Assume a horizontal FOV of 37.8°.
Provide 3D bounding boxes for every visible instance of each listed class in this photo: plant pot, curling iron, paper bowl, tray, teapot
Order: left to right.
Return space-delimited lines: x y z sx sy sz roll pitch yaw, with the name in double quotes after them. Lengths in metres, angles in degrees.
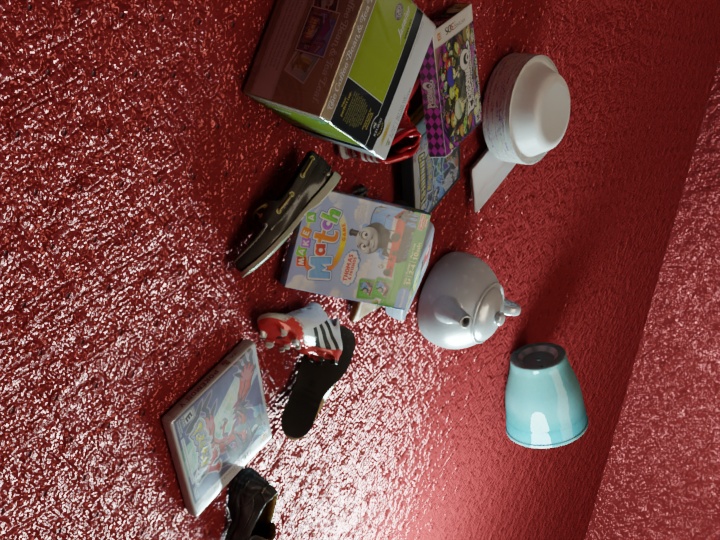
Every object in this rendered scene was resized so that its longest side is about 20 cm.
0.034 -0.098 1.706 0.199 0.025 0.050 16 97 -61 "curling iron"
0.210 0.068 1.991 0.201 0.144 0.199 -53 147 -27 "teapot"
0.260 -0.214 2.023 0.200 0.022 0.108 -49 146 -32 "tray"
0.319 -0.300 1.958 0.199 0.103 0.205 -19 114 -48 "paper bowl"
0.425 0.281 2.462 0.199 0.197 0.191 -35 121 -45 "plant pot"

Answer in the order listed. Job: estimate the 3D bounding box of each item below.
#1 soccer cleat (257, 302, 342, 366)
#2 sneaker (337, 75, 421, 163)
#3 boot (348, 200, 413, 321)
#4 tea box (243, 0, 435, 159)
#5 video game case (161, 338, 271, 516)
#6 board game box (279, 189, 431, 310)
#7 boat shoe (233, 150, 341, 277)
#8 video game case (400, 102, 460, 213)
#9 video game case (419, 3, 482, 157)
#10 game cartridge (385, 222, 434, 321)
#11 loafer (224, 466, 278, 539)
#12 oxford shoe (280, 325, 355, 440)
-0.089 0.083 1.582 0.199 0.068 0.087 31 57 -52 "soccer cleat"
0.062 -0.226 1.583 0.201 0.114 0.079 -54 147 -25 "sneaker"
0.000 0.000 1.693 0.188 0.068 0.202 -39 154 -43 "boot"
-0.023 -0.281 1.387 0.196 0.132 0.203 25 86 -62 "tea box"
-0.201 0.228 1.518 0.182 0.023 0.203 -44 142 -38 "video game case"
-0.007 -0.033 1.555 0.197 0.037 0.154 11 101 -20 "board game box"
-0.112 -0.078 1.443 0.202 0.061 0.072 -49 -170 -18 "boat shoe"
0.120 -0.197 1.776 0.181 0.025 0.203 -49 145 -42 "video game case"
0.145 -0.308 1.690 0.181 0.035 0.203 -45 132 -53 "video game case"
0.081 0.008 1.771 0.135 0.040 0.200 -62 171 -17 "game cartridge"
-0.166 0.407 1.639 0.073 0.071 0.203 -35 136 -47 "loafer"
-0.073 0.179 1.682 0.202 0.071 0.071 -59 177 -19 "oxford shoe"
